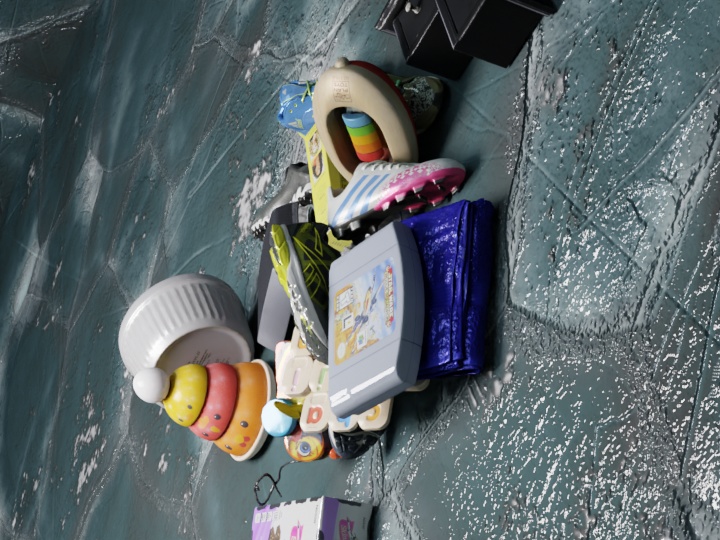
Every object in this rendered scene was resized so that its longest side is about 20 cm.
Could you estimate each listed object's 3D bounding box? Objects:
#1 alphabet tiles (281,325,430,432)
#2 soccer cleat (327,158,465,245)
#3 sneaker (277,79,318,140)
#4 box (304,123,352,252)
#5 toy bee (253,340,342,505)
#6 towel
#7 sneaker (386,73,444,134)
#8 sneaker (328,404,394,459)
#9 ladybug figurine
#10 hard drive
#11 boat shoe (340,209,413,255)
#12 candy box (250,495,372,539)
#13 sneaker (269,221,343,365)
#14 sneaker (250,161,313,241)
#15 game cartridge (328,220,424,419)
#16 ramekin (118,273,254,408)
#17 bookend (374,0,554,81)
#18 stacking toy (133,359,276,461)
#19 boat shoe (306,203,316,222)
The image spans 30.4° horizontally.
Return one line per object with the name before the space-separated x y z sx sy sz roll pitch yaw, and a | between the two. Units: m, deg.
alphabet tiles | -0.001 0.097 1.548 0.197 0.015 0.198 -6 57 30
soccer cleat | 0.034 -0.105 1.586 0.198 0.069 0.088 -26 64 32
sneaker | -0.052 -0.233 1.847 0.200 0.104 0.077 -36 45 53
box | -0.025 -0.112 1.767 0.050 0.074 0.202 -49 34 37
toy bee | -0.061 0.191 1.646 0.107 0.131 0.203 8 112 27
towel | 0.079 0.023 1.468 0.146 0.049 0.203 -15 59 42
sneaker | 0.024 -0.222 1.687 0.199 0.088 0.078 13 91 50
sneaker | -0.004 0.139 1.610 0.087 0.076 0.203 124 157 -57
ladybug figurine | 0.013 -0.180 1.637 0.134 0.202 0.072 8 45 31
hard drive | -0.116 0.011 1.852 0.201 0.042 0.137 107 163 -54
boat shoe | 0.000 0.000 1.662 0.201 0.065 0.074 -59 29 28
candy box | -0.068 0.366 1.596 0.199 0.071 0.170 -25 54 58
sneaker | -0.047 0.017 1.572 0.075 0.083 0.202 92 158 -59
sneaker | -0.093 -0.106 1.913 0.199 0.066 0.092 -33 45 49
game cartridge | 0.016 0.050 1.472 0.133 0.041 0.203 -37 43 43
ramekin | -0.250 0.116 1.968 0.202 0.198 0.105 -63 37 22
bookend | 0.115 -0.298 1.559 0.201 0.091 0.200 -56 32 35
stacking toy | -0.230 0.181 1.875 0.146 0.197 0.148 -40 42 50
boat shoe | -0.057 0.007 1.778 0.073 0.061 0.203 -8 70 60
